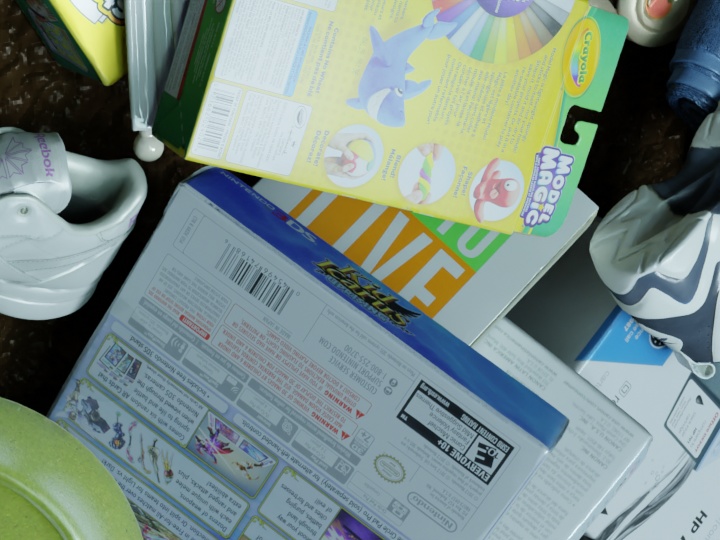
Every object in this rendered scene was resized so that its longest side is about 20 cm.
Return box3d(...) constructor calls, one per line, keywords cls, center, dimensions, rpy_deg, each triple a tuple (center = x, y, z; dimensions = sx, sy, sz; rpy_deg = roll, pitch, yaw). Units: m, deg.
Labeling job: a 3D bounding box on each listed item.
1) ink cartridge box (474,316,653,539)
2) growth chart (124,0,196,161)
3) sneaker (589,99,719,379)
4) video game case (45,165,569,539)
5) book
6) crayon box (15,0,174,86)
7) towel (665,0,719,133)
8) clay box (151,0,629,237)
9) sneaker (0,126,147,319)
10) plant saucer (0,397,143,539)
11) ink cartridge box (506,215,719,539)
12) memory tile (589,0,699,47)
box3d(cls="ink cartridge box", center=(0.022, 0.110, 1.013), dimensions=(0.200, 0.162, 0.057), rpy_deg=(-49, 165, -7))
box3d(cls="growth chart", center=(-0.018, -0.113, 0.914), dimensions=(0.200, 0.018, 0.145), rpy_deg=(-2, 109, -28))
box3d(cls="sneaker", center=(0.223, -0.023, 1.042), dimensions=(0.199, 0.079, 0.130), rpy_deg=(-44, 128, -12))
box3d(cls="video game case", center=(-0.036, 0.082, 0.917), dimensions=(0.181, 0.200, 0.045), rpy_deg=(-57, 172, 24))
box3d(cls="book", center=(0.000, 0.000, 0.992), dimensions=(0.134, 0.048, 0.200), rpy_deg=(43, 77, 6))
box3d(cls="crayon box", center=(-0.106, -0.212, 0.876), dimensions=(0.173, 0.058, 0.200), rpy_deg=(-40, 124, -14))
box3d(cls="towel", center=(0.239, -0.153, 1.093), dimensions=(0.112, 0.049, 0.200), rpy_deg=(35, 80, -32))
box3d(cls="clay box", center=(0.018, -0.088, 0.903), dimensions=(0.200, 0.048, 0.115), rpy_deg=(12, 102, -31))
box3d(cls="sneaker", center=(-0.183, -0.034, 0.859), dimensions=(0.200, 0.075, 0.100), rpy_deg=(5, 144, -41))
box3d(cls="plant saucer", center=(-0.194, 0.153, 0.908), dimensions=(0.200, 0.031, 0.200), rpy_deg=(-1, 100, -8))
box3d(cls="ink cartridge box", center=(0.157, 0.087, 1.136), dimensions=(0.200, 0.086, 0.147), rpy_deg=(42, 81, -34))
box3d(cls="memory tile", center=(0.096, -0.188, 1.026), dimensions=(0.153, 0.017, 0.200), rpy_deg=(-22, 117, -14))
